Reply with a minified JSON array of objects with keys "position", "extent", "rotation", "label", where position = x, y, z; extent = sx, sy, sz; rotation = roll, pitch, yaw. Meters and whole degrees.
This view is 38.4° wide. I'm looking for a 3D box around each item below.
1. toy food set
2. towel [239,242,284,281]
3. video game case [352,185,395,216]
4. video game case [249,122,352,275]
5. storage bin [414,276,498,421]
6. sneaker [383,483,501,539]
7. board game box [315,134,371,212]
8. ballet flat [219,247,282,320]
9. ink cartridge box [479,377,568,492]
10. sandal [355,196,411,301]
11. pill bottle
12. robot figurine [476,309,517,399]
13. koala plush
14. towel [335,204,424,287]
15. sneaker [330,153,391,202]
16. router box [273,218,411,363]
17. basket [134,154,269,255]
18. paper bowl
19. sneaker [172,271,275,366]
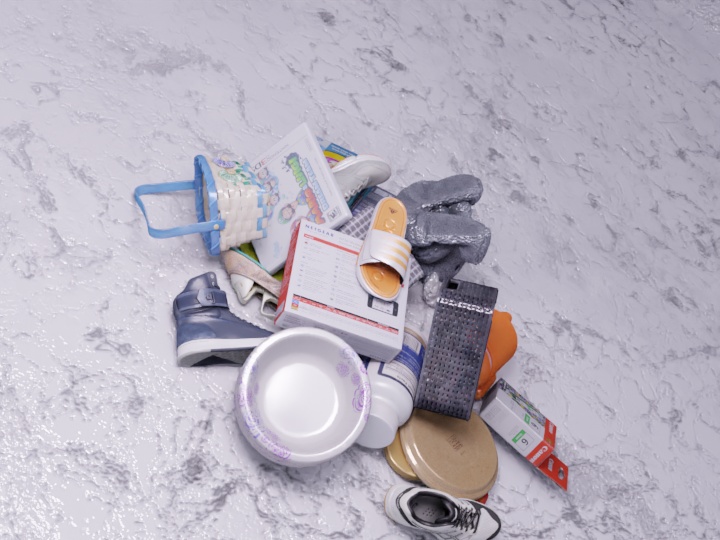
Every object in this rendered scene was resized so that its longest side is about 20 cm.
[{"position":[0.143,0.295,1.697],"extent":[0.198,0.049,0.200],"rotation":[40,42,-1],"label":"toy food set"},{"position":[-0.145,-0.007,1.767],"extent":[0.086,0.018,0.201],"rotation":[-18,67,-44],"label":"towel"},{"position":[-0.035,-0.117,1.908],"extent":[0.142,0.019,0.200],"rotation":[27,42,12],"label":"video game case"},{"position":[-0.123,-0.121,1.745],"extent":[0.024,0.182,0.201],"rotation":[23,38,-58],"label":"video game case"},{"position":[0.155,0.124,1.661],"extent":[0.093,0.201,0.135],"rotation":[14,14,7],"label":"storage bin"},{"position":[0.136,0.380,1.578],"extent":[0.199,0.088,0.076],"rotation":[16,76,-18],"label":"sneaker"},{"position":[-0.069,-0.161,1.897],"extent":[0.150,0.047,0.200],"rotation":[25,40,10],"label":"board game box"},{"position":[-0.158,0.035,1.684],"extent":[0.199,0.068,0.067],"rotation":[31,67,3],"label":"ballet flat"},{"position":[0.299,0.283,1.790],"extent":[0.200,0.050,0.109],"rotation":[41,18,1],"label":"ink cartridge box"},{"position":[0.044,-0.049,1.650],"extent":[0.079,0.059,0.208],"rotation":[20,53,-14],"label":"sandal"},{"position":[0.038,0.184,1.667],"extent":[0.111,0.111,0.201],"rotation":[31,43,-10],"label":"pill bottle"},{"position":[0.200,0.137,1.821],"extent":[0.116,0.144,0.200],"rotation":[34,40,19],"label":"robot figurine"},{"position":[0.137,-0.049,1.891],"extent":[0.182,0.201,0.178],"rotation":[-3,51,0],"label":"koala plush"},{"position":[0.000,0.000,1.751],"extent":[0.166,0.085,0.200],"rotation":[51,50,-2],"label":"towel"},{"position":[-0.032,-0.142,1.805],"extent":[0.199,0.076,0.092],"rotation":[-12,55,-20],"label":"sneaker"},{"position":[-0.023,0.032,1.634],"extent":[0.199,0.049,0.180],"rotation":[20,53,-15],"label":"router box"},{"position":[-0.257,-0.108,1.674],"extent":[0.199,0.140,0.176],"rotation":[-13,33,-17],"label":"basket"},{"position":[-0.089,0.192,1.543],"extent":[0.199,0.104,0.202],"rotation":[4,73,-12],"label":"paper bowl"},{"position":[-0.197,0.074,1.616],"extent":[0.201,0.077,0.147],"rotation":[5,55,-32],"label":"sneaker"}]
